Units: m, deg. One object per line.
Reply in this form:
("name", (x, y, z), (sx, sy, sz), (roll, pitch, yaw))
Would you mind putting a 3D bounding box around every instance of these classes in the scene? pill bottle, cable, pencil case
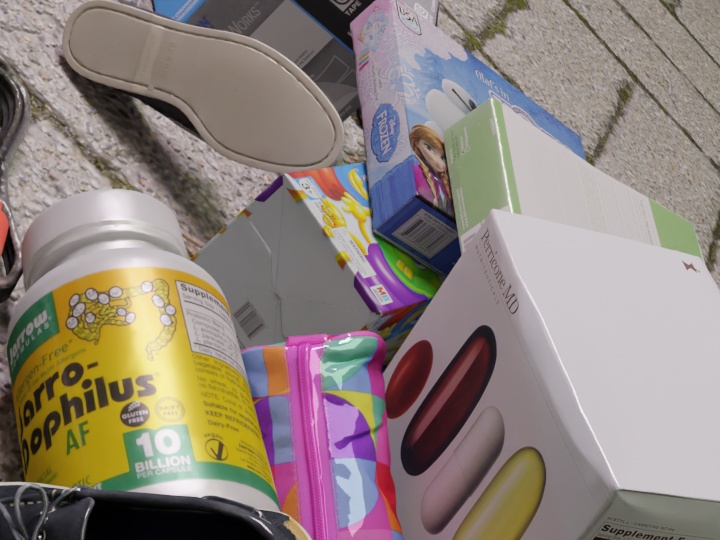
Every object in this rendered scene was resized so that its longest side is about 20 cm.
("pill bottle", (-0.109, 0.061, 0.775), (0.113, 0.113, 0.200), (23, 38, -40))
("cable", (-0.196, -0.055, 0.861), (0.097, 0.050, 0.200), (44, 28, -16))
("pencil case", (-0.016, 0.129, 0.796), (0.088, 0.088, 0.201), (15, 60, -47))

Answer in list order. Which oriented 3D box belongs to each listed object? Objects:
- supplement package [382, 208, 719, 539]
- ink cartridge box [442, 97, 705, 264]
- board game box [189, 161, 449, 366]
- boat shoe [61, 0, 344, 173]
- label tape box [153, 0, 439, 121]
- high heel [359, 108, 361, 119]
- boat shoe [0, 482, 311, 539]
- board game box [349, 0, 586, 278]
("supplement package", (0.105, 0.113, 0.840), (0.147, 0.200, 0.192), (11, 38, -29))
("ink cartridge box", (0.141, -0.002, 0.983), (0.200, 0.048, 0.146), (28, 41, -36))
("board game box", (0.000, 0.000, 1.020), (0.105, 0.103, 0.200), (55, 28, 11))
("boat shoe", (-0.091, -0.116, 1.017), (0.199, 0.073, 0.063), (25, 6, 16))
("label tape box", (-0.066, -0.194, 1.127), (0.200, 0.144, 0.063), (38, 31, -18))
("high heel", (-0.030, -0.187, 1.254), (0.200, 0.067, 0.096), (40, 32, -46))
("boat shoe", (-0.116, 0.118, 0.637), (0.062, 0.199, 0.075), (85, 5, -74))
("board game box", (0.083, -0.061, 1.055), (0.200, 0.043, 0.199), (31, 34, -33))
